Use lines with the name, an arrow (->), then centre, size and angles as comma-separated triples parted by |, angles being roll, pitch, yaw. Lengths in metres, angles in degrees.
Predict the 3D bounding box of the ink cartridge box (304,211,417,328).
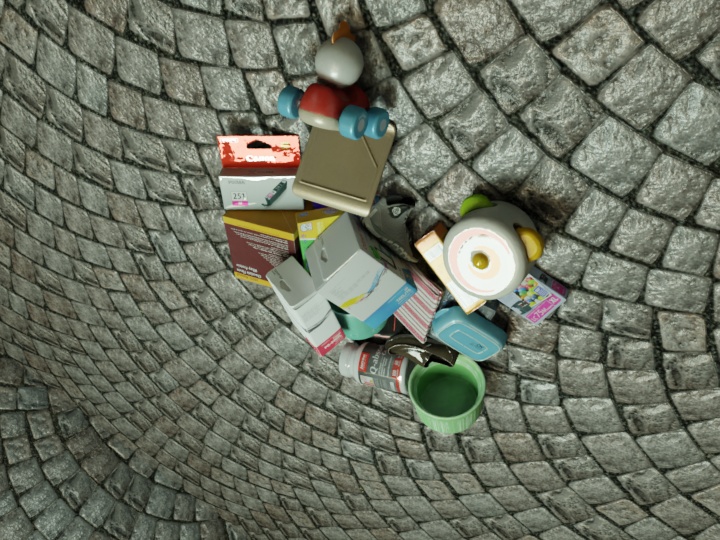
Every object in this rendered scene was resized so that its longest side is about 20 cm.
ink cartridge box -> 0.000, 0.000, 1.588 | 0.146, 0.148, 0.199 | -41, 129, 19

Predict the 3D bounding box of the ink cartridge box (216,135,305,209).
ink cartridge box -> -0.231, -0.226, 1.635 | 0.196, 0.044, 0.176 | 1, 129, 5

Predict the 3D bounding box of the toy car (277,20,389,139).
toy car -> -0.036, -0.379, 1.375 | 0.182, 0.176, 0.203 | 23, 110, 25

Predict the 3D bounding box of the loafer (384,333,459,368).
loafer -> 0.158, 0.210, 1.807 | 0.196, 0.072, 0.073 | 3, 151, 11

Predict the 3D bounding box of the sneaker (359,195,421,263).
sneaker -> 0.099, -0.101, 1.589 | 0.116, 0.075, 0.199 | -47, 129, 12

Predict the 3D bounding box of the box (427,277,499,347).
box -> 0.233, 0.106, 1.715 | 0.156, 0.051, 0.201 | 26, 138, 7

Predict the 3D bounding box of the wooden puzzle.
wooden puzzle -> -0.034, -0.232, 1.492 | 0.182, 0.203, 0.037 | 17, 179, 16

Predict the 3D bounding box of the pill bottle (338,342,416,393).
pill bottle -> 0.048, 0.260, 1.922 | 0.197, 0.116, 0.117 | 8, 133, 24

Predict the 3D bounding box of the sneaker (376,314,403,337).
sneaker -> 0.023, 0.140, 1.875 | 0.197, 0.075, 0.087 | 8, 163, 16

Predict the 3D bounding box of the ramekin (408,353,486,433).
ramekin -> 0.226, 0.319, 1.817 | 0.197, 0.202, 0.098 | 11, 142, 21

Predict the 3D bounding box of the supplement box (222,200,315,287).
supplement box -> -0.213, -0.074, 1.750 | 0.194, 0.133, 0.202 | 14, 135, 18

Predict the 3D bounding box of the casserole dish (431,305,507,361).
casserole dish -> 0.258, 0.156, 1.671 | 0.198, 0.039, 0.121 | 31, 136, -21

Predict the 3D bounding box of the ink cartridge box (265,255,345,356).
ink cartridge box -> -0.128, 0.085, 1.662 | 0.145, 0.083, 0.201 | 45, 165, 39

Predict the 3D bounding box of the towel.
towel -> 0.131, 0.070, 1.715 | 0.147, 0.030, 0.202 | 47, 147, 28

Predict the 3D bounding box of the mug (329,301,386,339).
mug -> -0.004, 0.089, 1.785 | 0.149, 0.186, 0.116 | -11, 128, 8

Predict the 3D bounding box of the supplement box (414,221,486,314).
supplement box -> 0.210, -0.005, 1.577 | 0.068, 0.067, 0.201 | -33, 96, 32

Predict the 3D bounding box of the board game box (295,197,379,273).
board game box -> -0.044, -0.080, 1.634 | 0.197, 0.041, 0.155 | -12, 132, -6

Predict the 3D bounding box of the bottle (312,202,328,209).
bottle -> -0.071, -0.190, 1.607 | 0.083, 0.065, 0.202 | 26, 138, 13

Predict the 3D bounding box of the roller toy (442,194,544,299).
roller toy -> 0.271, -0.039, 1.460 | 0.198, 0.140, 0.185 | 28, 124, 18

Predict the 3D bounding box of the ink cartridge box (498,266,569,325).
ink cartridge box -> 0.353, 0.031, 1.584 | 0.199, 0.042, 0.120 | 36, 138, -1
